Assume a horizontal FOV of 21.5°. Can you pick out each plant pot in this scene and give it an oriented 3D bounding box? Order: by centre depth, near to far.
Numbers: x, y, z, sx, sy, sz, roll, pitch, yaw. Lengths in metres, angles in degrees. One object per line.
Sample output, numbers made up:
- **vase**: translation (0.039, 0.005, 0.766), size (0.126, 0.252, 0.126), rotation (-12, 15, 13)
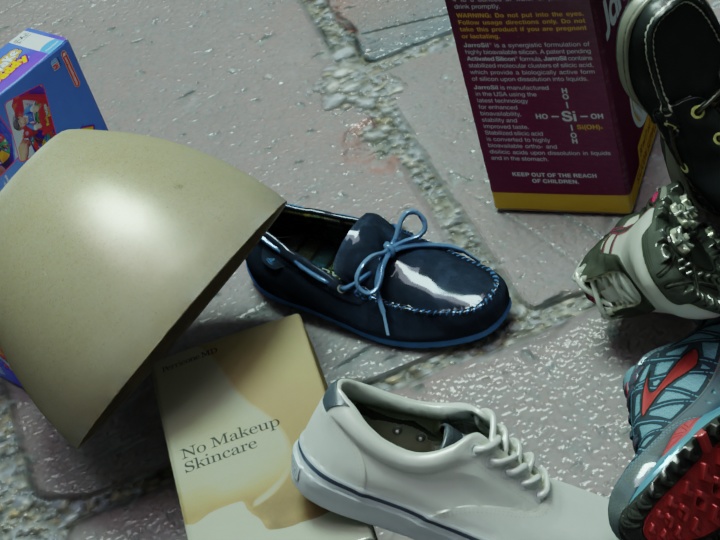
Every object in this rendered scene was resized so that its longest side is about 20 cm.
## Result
- **plant pot**: translation (-0.160, -0.009, 1.172), size (0.134, 0.200, 0.200), rotation (40, 56, -1)

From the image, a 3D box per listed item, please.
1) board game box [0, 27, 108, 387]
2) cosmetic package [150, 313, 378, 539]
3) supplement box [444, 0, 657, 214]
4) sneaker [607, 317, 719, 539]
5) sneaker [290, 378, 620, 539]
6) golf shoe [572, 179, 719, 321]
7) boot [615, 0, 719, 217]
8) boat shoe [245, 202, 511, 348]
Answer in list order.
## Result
- **board game box**: translation (-0.217, -0.038, 1.254), size (0.045, 0.200, 0.134), rotation (19, 51, 40)
- **cosmetic package**: translation (-0.054, 0.125, 1.110), size (0.105, 0.071, 0.200), rotation (-20, 40, -3)
- **supplement box**: translation (0.134, -0.154, 1.264), size (0.103, 0.200, 0.131), rotation (3, 44, 23)
- **sneaker**: translation (0.186, 0.090, 1.076), size (0.095, 0.080, 0.200), rotation (7, 36, 40)
- **sneaker**: translation (0.064, 0.114, 1.024), size (0.199, 0.071, 0.073), rotation (16, 33, -9)
- **golf shoe**: translation (0.173, 0.004, 1.127), size (0.088, 0.077, 0.200), rotation (-33, 0, 12)
- **boot**: translation (0.239, -0.078, 1.143), size (0.073, 0.204, 0.154), rotation (-40, 48, -7)
- **boat shoe**: translation (0.000, 0.000, 1.236), size (0.199, 0.069, 0.084), rotation (8, 46, 27)
